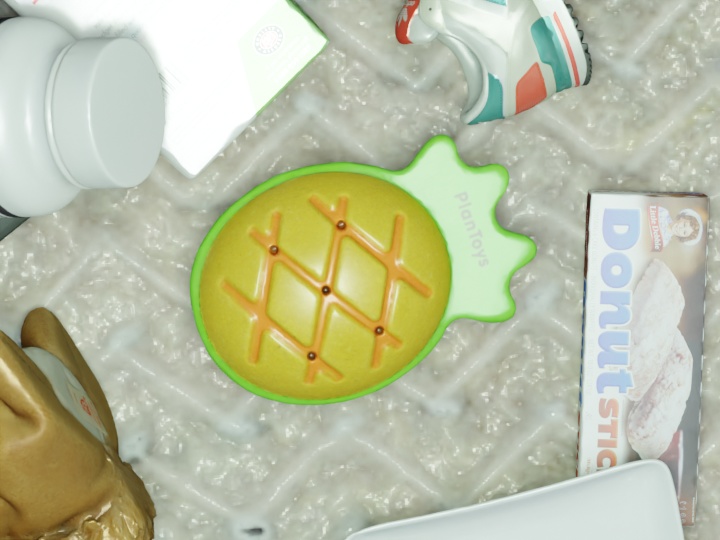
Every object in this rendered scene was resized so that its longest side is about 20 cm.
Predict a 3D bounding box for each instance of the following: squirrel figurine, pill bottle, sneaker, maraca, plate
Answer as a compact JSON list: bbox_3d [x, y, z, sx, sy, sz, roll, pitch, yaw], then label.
[{"bbox_3d":[-0.225,0.142,1.663,0.187,0.142,0.200,-33,95,9],"label":"squirrel figurine"},{"bbox_3d":[-0.215,-0.085,1.605,0.200,0.111,0.112,-1,99,25],"label":"pill bottle"},{"bbox_3d":[0.052,-0.176,1.661,0.093,0.070,0.200,-29,101,-4],"label":"sneaker"},{"bbox_3d":[0.000,0.000,1.664,0.200,0.107,0.137,-21,97,0],"label":"maraca"},{"bbox_3d":[0.104,0.218,1.723,0.199,0.032,0.200,-14,109,1],"label":"plate"}]

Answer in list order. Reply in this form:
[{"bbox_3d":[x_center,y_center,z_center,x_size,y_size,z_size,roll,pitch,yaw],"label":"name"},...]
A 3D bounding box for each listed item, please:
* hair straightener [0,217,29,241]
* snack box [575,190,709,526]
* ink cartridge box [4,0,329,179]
[{"bbox_3d":[-0.261,0.000,1.668,0.200,0.077,0.041,-35,104,2],"label":"hair straightener"},{"bbox_3d":[0.167,0.053,1.720,0.072,0.024,0.200,1,98,-1],"label":"snack box"},{"bbox_3d":[-0.128,-0.163,1.657,0.117,0.067,0.200,-44,98,5],"label":"ink cartridge box"}]
